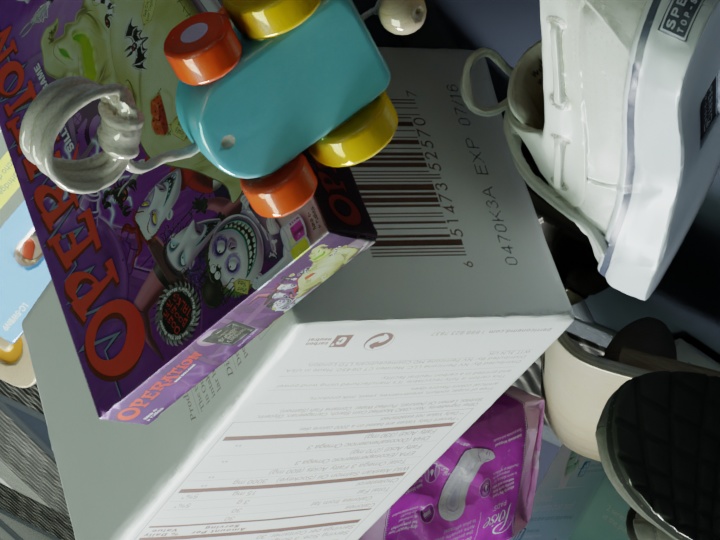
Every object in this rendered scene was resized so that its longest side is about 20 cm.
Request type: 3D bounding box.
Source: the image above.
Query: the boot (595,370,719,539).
[{"bbox_3d":[0.146,0.101,1.136,0.200,0.068,0.131,23,160,-28],"label":"boot"}]

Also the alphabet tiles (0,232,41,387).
[{"bbox_3d":[-0.187,-0.048,1.389,0.200,0.196,0.015,24,-154,21],"label":"alphabet tiles"}]

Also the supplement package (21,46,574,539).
[{"bbox_3d":[-0.030,0.019,1.054,0.117,0.117,0.200,-2,151,-31],"label":"supplement package"}]

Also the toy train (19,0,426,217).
[{"bbox_3d":[-0.031,-0.116,0.855,0.150,0.200,0.056,12,-160,-32],"label":"toy train"}]

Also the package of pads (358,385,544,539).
[{"bbox_3d":[-0.030,0.065,1.252,0.200,0.076,0.120,24,-152,37],"label":"package of pads"}]

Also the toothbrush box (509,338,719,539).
[{"bbox_3d":[0.143,0.153,1.307,0.146,0.200,0.085,32,167,-12],"label":"toothbrush box"}]

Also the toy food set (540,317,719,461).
[{"bbox_3d":[0.169,0.050,1.180,0.200,0.060,0.144,14,163,7],"label":"toy food set"}]

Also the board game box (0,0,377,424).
[{"bbox_3d":[-0.074,-0.063,0.971,0.032,0.200,0.120,5,143,-44],"label":"board game box"}]

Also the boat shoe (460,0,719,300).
[{"bbox_3d":[0.079,-0.058,0.973,0.086,0.075,0.202,26,163,14],"label":"boat shoe"}]

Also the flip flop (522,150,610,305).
[{"bbox_3d":[0.039,-0.034,1.156,0.081,0.058,0.200,-25,141,28],"label":"flip flop"}]

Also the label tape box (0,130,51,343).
[{"bbox_3d":[-0.202,-0.078,1.329,0.200,0.063,0.144,35,124,-16],"label":"label tape box"}]
